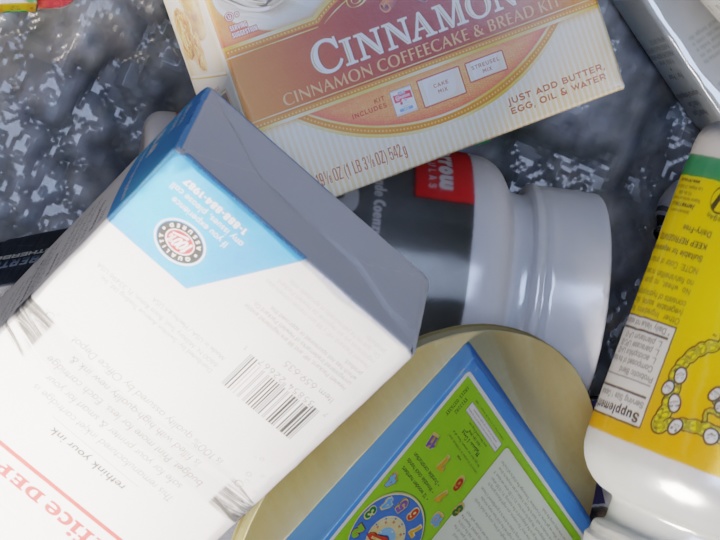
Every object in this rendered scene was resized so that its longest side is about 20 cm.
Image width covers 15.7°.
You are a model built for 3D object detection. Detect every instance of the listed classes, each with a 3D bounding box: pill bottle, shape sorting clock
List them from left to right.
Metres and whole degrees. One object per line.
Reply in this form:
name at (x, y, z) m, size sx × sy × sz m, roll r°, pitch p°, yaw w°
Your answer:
pill bottle at (0.000, 0.000, 1.116) m, size 0.200 × 0.114 × 0.114 m, roll 7°, pitch 86°, yaw -7°
shape sorting clock at (0.020, 0.112, 1.064) m, size 0.200 × 0.039 × 0.200 m, roll -23°, pitch 126°, yaw -36°
pill bottle at (0.158, 0.050, 1.072) m, size 0.113 × 0.113 × 0.200 m, roll 21°, pitch 90°, yaw -6°

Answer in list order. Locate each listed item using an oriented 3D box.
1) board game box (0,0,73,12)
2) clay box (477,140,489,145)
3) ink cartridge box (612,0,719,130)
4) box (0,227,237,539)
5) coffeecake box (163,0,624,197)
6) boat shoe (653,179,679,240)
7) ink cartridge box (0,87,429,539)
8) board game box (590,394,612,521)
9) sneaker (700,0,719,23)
board game box at (-0.226, -0.158, 1.140) m, size 0.200 × 0.030 × 0.096 m, roll -3°, pitch 88°, yaw -10°
clay box at (0.013, -0.155, 1.127) m, size 0.115 × 0.048 × 0.200 m, roll 1°, pitch 113°, yaw -14°
ink cartridge box at (0.234, -0.093, 1.191) m, size 0.160 × 0.047 × 0.200 m, roll -35°, pitch 98°, yaw -8°
box at (-0.139, 0.068, 1.064) m, size 0.200 × 0.051 × 0.158 m, roll -9°, pitch 115°, yaw 16°
coffeecake box at (-0.004, -0.140, 1.028) m, size 0.153 × 0.073 × 0.200 m, roll -21°, pitch 98°, yaw -15°
boat shoe at (0.192, 0.049, 1.167) m, size 0.066 × 0.070 × 0.200 m, roll -44°, pitch 101°, yaw -9°
ink cartridge box at (-0.084, 0.043, 0.975) m, size 0.116 × 0.067 × 0.200 m, roll 41°, pitch 113°, yaw -13°
board game box at (0.083, 0.163, 1.158) m, size 0.135 × 0.034 × 0.200 m, roll -12°, pitch 89°, yaw -9°
sneaker at (0.171, -0.134, 1.117) m, size 0.074 × 0.080 × 0.200 m, roll -45°, pitch 95°, yaw -5°
